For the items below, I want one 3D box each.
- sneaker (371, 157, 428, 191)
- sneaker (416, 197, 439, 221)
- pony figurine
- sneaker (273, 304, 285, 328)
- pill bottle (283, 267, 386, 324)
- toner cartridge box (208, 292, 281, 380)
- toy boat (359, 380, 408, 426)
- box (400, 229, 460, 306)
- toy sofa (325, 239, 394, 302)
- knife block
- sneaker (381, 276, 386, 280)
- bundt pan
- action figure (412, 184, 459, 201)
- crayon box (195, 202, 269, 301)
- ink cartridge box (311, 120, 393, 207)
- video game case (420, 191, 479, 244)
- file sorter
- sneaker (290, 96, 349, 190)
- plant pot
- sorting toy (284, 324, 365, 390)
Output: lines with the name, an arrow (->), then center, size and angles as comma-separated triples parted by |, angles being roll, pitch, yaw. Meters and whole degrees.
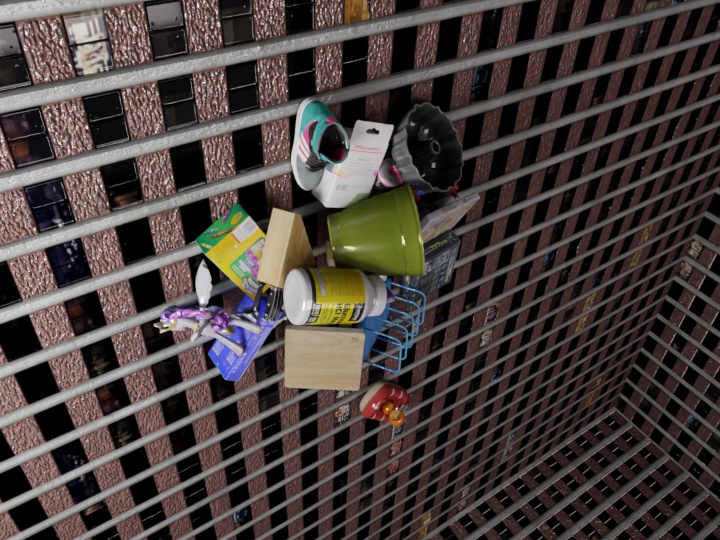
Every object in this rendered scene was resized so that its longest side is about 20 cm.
sneaker -> 0.087, -0.228, 1.469 | 0.198, 0.080, 0.095 | -22, 174, -43
sneaker -> 0.122, -0.131, 1.568 | 0.198, 0.077, 0.086 | 1, 129, -46
pony figurine -> -0.313, 0.099, 1.315 | 0.197, 0.169, 0.193 | 17, 138, -27
sneaker -> -0.164, 0.097, 1.503 | 0.200, 0.079, 0.129 | -54, 133, -5
pill bottle -> -0.049, 0.053, 1.289 | 0.197, 0.113, 0.114 | 0, 124, -29
toner cartridge box -> -0.267, 0.145, 1.440 | 0.043, 0.095, 0.201 | 18, 111, -50
toy boat -> 0.091, 0.441, 1.995 | 0.131, 0.131, 0.199 | -52, 141, 9
box -> 0.191, -0.005, 1.733 | 0.156, 0.051, 0.201 | -28, 151, -19
toy sofa -> 0.000, 0.000, 1.471 | 0.096, 0.201, 0.084 | -20, 138, -18
knife block -> -0.174, -0.002, 1.302 | 0.176, 0.063, 0.202 | -50, 141, -35
sneaker -> -0.001, 0.040, 1.612 | 0.198, 0.075, 0.087 | -26, 144, -22
bundt pan -> 0.142, -0.268, 1.408 | 0.200, 0.075, 0.206 | 10, 75, -41
action figure -> 0.195, -0.198, 1.533 | 0.200, 0.099, 0.065 | -44, 178, -37
crayon box -> -0.243, -0.035, 1.333 | 0.118, 0.058, 0.201 | -41, 142, -5
ink cartridge box -> -0.017, -0.239, 1.352 | 0.116, 0.067, 0.202 | -4, 127, -41
video game case -> 0.195, -0.114, 1.608 | 0.180, 0.023, 0.200 | -26, 165, -31
file sorter -> 0.085, 0.149, 1.674 | 0.201, 0.121, 0.140 | -56, 155, -43
sneaker -> -0.077, -0.232, 1.262 | 0.083, 0.121, 0.202 | -19, 135, -29
plant pot -> 0.029, -0.072, 1.366 | 0.189, 0.202, 0.202 | -10, 136, -1
sorting toy -> -0.094, 0.211, 1.615 | 0.196, 0.070, 0.201 | 3, 126, -3
